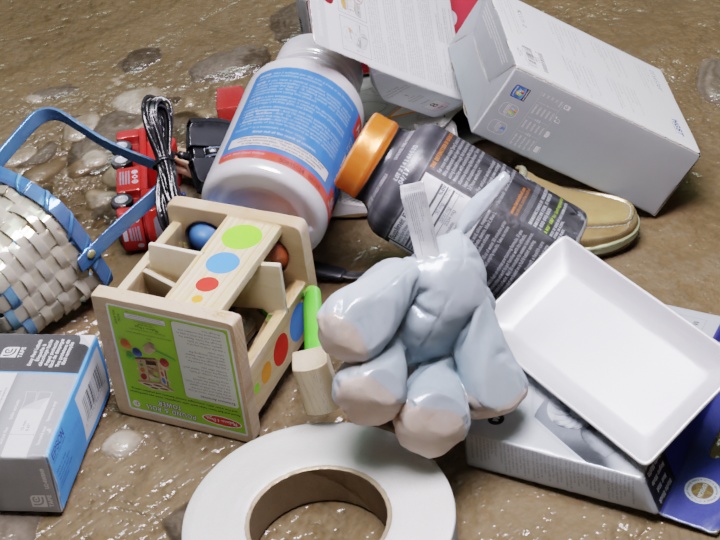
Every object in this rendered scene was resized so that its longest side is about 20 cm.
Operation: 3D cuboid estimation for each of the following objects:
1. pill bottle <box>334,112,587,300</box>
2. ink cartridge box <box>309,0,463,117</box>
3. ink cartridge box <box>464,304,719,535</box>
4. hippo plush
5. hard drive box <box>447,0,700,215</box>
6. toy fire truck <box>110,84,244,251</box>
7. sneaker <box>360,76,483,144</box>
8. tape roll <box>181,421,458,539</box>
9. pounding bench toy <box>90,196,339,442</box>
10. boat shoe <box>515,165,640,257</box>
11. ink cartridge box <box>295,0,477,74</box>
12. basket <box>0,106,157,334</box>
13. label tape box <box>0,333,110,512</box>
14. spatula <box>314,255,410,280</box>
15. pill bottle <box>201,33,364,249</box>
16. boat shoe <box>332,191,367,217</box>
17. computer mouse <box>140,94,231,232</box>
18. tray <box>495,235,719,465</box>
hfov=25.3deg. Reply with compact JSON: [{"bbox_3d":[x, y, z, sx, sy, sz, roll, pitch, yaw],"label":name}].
[{"bbox_3d":[0.079,-0.052,1.330,0.200,0.106,0.106,31,45,1],"label":"pill bottle"},{"bbox_3d":[0.008,-0.240,1.461,0.200,0.057,0.163,11,63,-41],"label":"ink cartridge box"},{"bbox_3d":[0.208,0.097,1.234,0.200,0.041,0.200,13,42,24],"label":"ink cartridge box"},{"bbox_3d":[0.022,0.039,1.218,0.159,0.200,0.161,-7,0,-22],"label":"hippo plush"},{"bbox_3d":[0.190,-0.155,1.447,0.200,0.077,0.156,22,31,-20],"label":"hard drive box"},{"bbox_3d":[-0.166,-0.099,1.538,0.141,0.049,0.200,-9,38,-2],"label":"toy fire truck"},{"bbox_3d":[0.050,-0.142,1.542,0.200,0.076,0.092,-17,45,-10],"label":"sneaker"},{"bbox_3d":[-0.028,0.191,1.156,0.202,0.037,0.203,-4,38,3],"label":"tape roll"},{"bbox_3d":[-0.082,0.038,1.288,0.200,0.124,0.156,11,41,22],"label":"pounding bench toy"},{"bbox_3d":[0.146,-0.055,1.409,0.200,0.076,0.072,-1,36,5],"label":"boat shoe"},{"bbox_3d":[0.045,-0.250,1.616,0.200,0.084,0.176,-11,12,-5],"label":"ink cartridge box"},{"bbox_3d":[-0.288,-0.049,1.408,0.176,0.139,0.200,28,70,35],"label":"basket"},{"bbox_3d":[-0.316,0.117,1.273,0.200,0.066,0.143,2,38,9],"label":"label tape box"},{"bbox_3d":[0.000,0.000,1.406,0.200,0.021,0.057,4,27,17],"label":"spatula"},{"bbox_3d":[-0.059,-0.115,1.403,0.112,0.112,0.200,5,48,15],"label":"pill bottle"},{"bbox_3d":[0.029,-0.090,1.478,0.200,0.069,0.071,-3,38,6],"label":"boat shoe"},{"bbox_3d":[-0.121,-0.075,1.434,0.046,0.200,0.141,-15,74,23],"label":"computer mouse"},{"bbox_3d":[0.185,0.060,1.211,0.107,0.022,0.200,-45,49,-6],"label":"tray"}]
